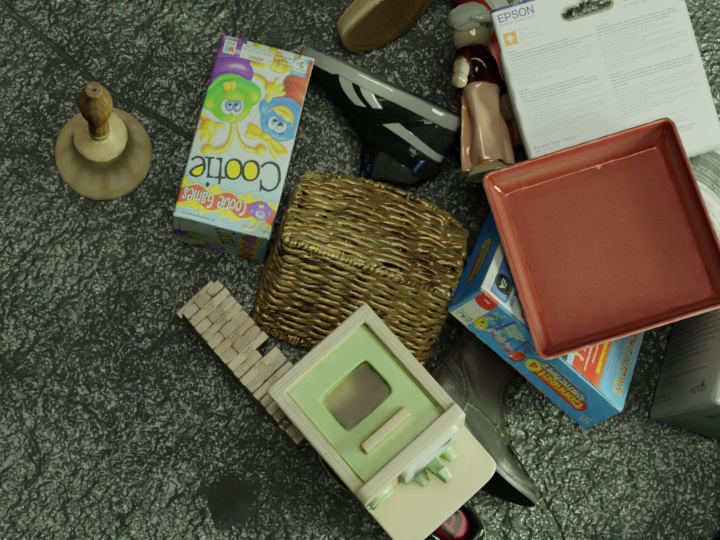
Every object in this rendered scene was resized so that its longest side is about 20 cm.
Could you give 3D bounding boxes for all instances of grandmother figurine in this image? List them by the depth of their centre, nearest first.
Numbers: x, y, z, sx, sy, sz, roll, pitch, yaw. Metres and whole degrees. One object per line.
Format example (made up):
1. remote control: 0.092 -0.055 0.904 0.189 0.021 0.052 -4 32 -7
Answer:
1. grandmother figurine: 0.125 -0.191 1.366 0.060 0.121 0.201 -12 72 20

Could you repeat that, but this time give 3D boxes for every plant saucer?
1. plant saucer: 0.240 -0.029 1.268 0.198 0.037 0.201 -17 71 3

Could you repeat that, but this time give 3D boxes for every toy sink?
1. toy sink: 0.024 0.154 1.251 0.130 0.112 0.200 -40 78 -6

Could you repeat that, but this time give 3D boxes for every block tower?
1. block tower: -0.108 0.098 1.349 0.054 0.058 0.200 -42 86 -14

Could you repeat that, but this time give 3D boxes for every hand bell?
1. hand bell: -0.262 -0.146 1.303 0.103 0.200 0.105 2 79 -8

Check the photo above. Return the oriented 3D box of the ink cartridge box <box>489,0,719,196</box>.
1. ink cartridge box: 0.250 -0.194 1.331 0.195 0.043 0.201 -15 86 4

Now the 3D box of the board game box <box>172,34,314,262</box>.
1. board game box: -0.124 -0.127 1.368 0.102 0.105 0.201 14 76 -4

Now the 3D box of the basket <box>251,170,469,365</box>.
1. basket: 0.000 0.000 1.382 0.199 0.149 0.143 18 44 -4

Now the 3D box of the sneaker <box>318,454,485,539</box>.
1. sneaker: 0.049 0.221 1.331 0.199 0.084 0.077 32 75 -1

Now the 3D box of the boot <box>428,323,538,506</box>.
1. boot: 0.156 0.129 1.376 0.200 0.069 0.174 47 64 -10

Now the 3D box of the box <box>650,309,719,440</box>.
1. box: 0.440 0.098 1.354 0.198 0.200 0.172 19 78 -3

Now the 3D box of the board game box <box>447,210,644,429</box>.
1. board game box: 0.205 0.025 1.342 0.196 0.056 0.200 41 46 -13

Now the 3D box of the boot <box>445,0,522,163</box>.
1. boot: 0.118 -0.218 1.441 0.144 0.072 0.201 -27 87 -11

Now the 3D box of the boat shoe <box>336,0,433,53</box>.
1. boat shoe: 0.046 -0.327 1.456 0.200 0.074 0.069 -40 59 -2

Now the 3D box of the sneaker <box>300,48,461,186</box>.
1. sneaker: 0.001 -0.157 1.410 0.199 0.073 0.112 28 102 17

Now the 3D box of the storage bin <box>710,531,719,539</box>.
1. storage bin: 0.426 0.305 1.340 0.200 0.135 0.094 -38 86 -14

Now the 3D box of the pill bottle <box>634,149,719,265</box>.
1. pill bottle: 0.329 -0.058 1.366 0.113 0.113 0.201 31 57 -1
